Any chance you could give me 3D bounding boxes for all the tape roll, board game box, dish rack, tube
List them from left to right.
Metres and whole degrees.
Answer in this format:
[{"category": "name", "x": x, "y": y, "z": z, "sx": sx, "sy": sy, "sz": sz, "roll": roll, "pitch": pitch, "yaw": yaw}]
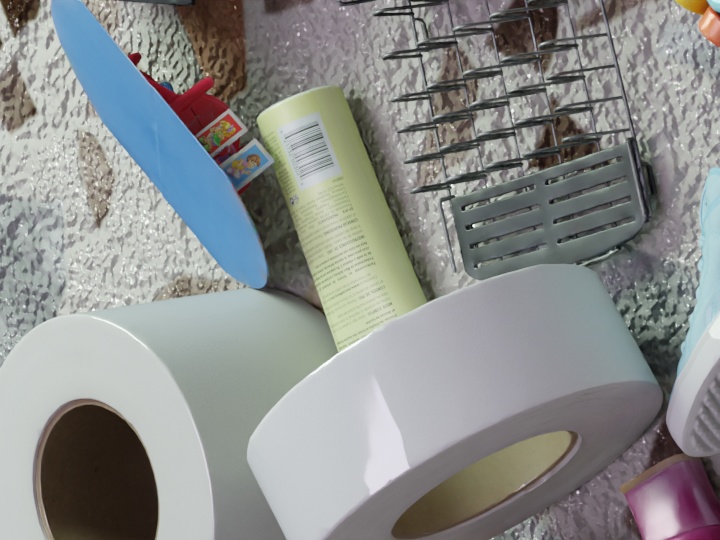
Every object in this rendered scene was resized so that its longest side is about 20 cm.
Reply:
[{"category": "board game box", "x": -0.099, "y": -0.081, "z": 1.688, "sx": 0.200, "sy": 0.039, "sz": 0.158, "roll": 50, "pitch": 166, "yaw": 15}, {"category": "tape roll", "x": -0.098, "y": 0.115, "z": 1.682, "sx": 0.202, "sy": 0.139, "sz": 0.203, "roll": 8, "pitch": 102, "yaw": 45}, {"category": "tube", "x": 0.000, "y": 0.000, "z": 1.634, "sx": 0.058, "sy": 0.052, "sz": 0.200, "roll": 116, "pitch": 134, "yaw": -77}, {"category": "tape roll", "x": 0.047, "y": 0.079, "z": 1.488, "sx": 0.202, "sy": 0.202, "sz": 0.071, "roll": -45, "pitch": 65, "yaw": 39}, {"category": "dish rack", "x": 0.071, "y": -0.093, "z": 1.541, "sx": 0.153, "sy": 0.054, "sz": 0.201, "roll": -18, "pitch": 84, "yaw": 46}]

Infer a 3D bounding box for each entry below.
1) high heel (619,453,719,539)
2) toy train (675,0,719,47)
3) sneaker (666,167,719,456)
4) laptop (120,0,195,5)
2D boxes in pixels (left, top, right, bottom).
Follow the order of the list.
[{"category": "high heel", "x": 0.121, "y": 0.182, "z": 1.523, "sx": 0.200, "sy": 0.067, "sz": 0.096, "roll": -38, "pitch": 58, "yaw": 28}, {"category": "toy train", "x": 0.183, "y": -0.205, "z": 1.375, "sx": 0.150, "sy": 0.056, "sz": 0.201, "roll": -16, "pitch": 65, "yaw": 55}, {"category": "sneaker", "x": 0.191, "y": -0.007, "z": 1.430, "sx": 0.082, "sy": 0.074, "sz": 0.200, "roll": 53, "pitch": 126, "yaw": 46}, {"category": "laptop", "x": -0.142, "y": -0.250, "z": 1.691, "sx": 0.103, "sy": 0.200, "sz": 0.178, "roll": -3, "pitch": 106, "yaw": 3}]
